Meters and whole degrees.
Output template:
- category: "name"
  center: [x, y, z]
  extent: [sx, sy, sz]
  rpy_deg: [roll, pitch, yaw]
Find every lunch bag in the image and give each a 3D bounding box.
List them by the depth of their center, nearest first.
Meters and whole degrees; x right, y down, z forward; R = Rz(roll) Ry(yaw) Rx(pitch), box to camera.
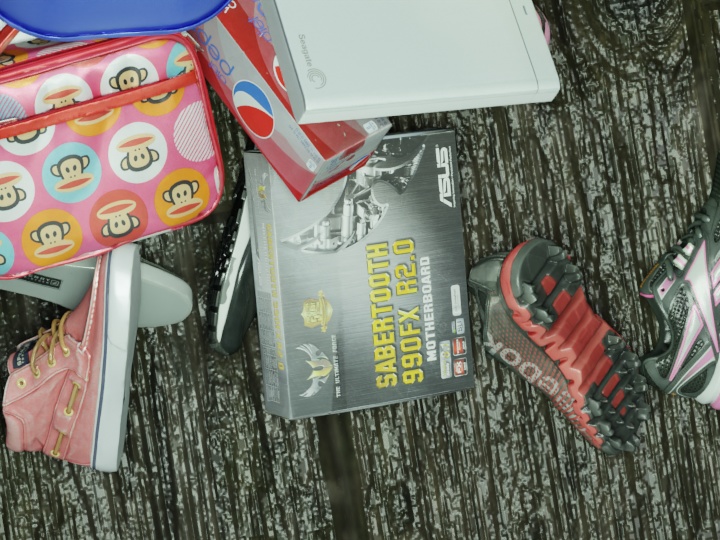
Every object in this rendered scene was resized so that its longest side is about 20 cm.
- category: "lunch bag"
  center: [-0.204, -0.101, 1.624]
  extent: [0.200, 0.082, 0.177]
  rpy_deg: [-18, 115, -17]

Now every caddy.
- category: "caddy"
  center: [-0.171, -0.232, 1.574]
  extent: [0.199, 0.105, 0.142]
  rpy_deg: [-4, 70, -10]

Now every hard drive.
- category: "hard drive"
  center: [0.033, -0.174, 1.650]
  extent: [0.200, 0.027, 0.132]
  rpy_deg: [-7, 66, -23]

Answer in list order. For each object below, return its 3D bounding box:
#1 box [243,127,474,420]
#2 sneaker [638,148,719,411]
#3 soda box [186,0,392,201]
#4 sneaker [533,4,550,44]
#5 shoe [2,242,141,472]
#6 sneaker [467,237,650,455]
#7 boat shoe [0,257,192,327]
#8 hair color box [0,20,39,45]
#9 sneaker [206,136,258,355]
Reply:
- category: "box"
  center: [0.000, 0.000, 1.722]
  extent: [0.158, 0.048, 0.201]
  rpy_deg: [-8, 98, -27]
- category: "sneaker"
  center: [0.259, 0.004, 1.763]
  extent: [0.086, 0.080, 0.201]
  rpy_deg: [9, 89, -3]
- category: "soda box"
  center: [-0.069, -0.152, 1.653]
  extent: [0.070, 0.063, 0.200]
  rpy_deg: [-30, 76, -31]
- category: "sneaker"
  center: [0.051, -0.204, 1.740]
  extent: [0.199, 0.095, 0.079]
  rpy_deg: [14, 92, -3]
- category: "shoe"
  center: [-0.214, 0.062, 1.701]
  extent: [0.091, 0.072, 0.200]
  rpy_deg: [9, 125, -1]
- category: "sneaker"
  center: [0.147, 0.059, 1.760]
  extent: [0.071, 0.098, 0.201]
  rpy_deg: [-50, 119, -29]
- category: "boat shoe"
  center: [-0.218, -0.013, 1.733]
  extent: [0.200, 0.071, 0.064]
  rpy_deg: [17, 52, -18]
- category: "hair color box"
  center: [-0.240, -0.225, 1.649]
  extent: [0.200, 0.064, 0.111]
  rpy_deg: [-37, 96, -2]
- category: "sneaker"
  center: [-0.057, -0.027, 1.746]
  extent: [0.087, 0.076, 0.200]
  rpy_deg: [16, 89, -10]
